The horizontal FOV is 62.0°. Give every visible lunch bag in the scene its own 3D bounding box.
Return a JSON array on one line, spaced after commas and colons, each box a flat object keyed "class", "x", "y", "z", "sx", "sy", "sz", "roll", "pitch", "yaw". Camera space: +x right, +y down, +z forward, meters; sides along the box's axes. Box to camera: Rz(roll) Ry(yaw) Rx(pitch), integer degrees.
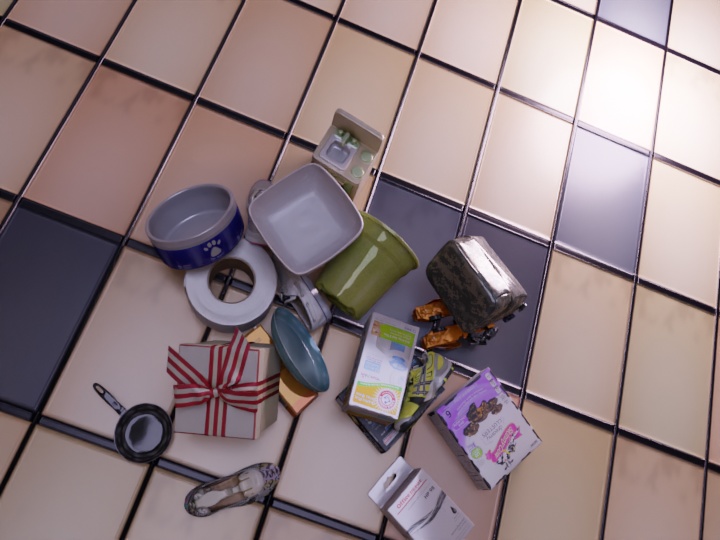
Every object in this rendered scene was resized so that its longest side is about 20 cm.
[{"class": "lunch bag", "x": 0.270, "y": 0.025, "z": 1.352, "sx": 0.166, "sy": 0.140, "sz": 0.202, "roll": -16, "pitch": 63, "yaw": -40}]

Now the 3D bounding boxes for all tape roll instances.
[{"class": "tape roll", "x": -0.284, "y": 0.031, "z": 1.321, "sx": 0.198, "sy": 0.071, "sz": 0.207, "roll": 4, "pitch": 71, "yaw": -11}]

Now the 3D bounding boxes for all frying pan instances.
[{"class": "frying pan", "x": -0.469, "y": 0.313, "z": 1.203, "sx": 0.187, "sy": 0.031, "sz": 0.117, "roll": 20, "pitch": 68, "yaw": -1}]

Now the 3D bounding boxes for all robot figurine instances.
[{"class": "robot figurine", "x": 0.227, "y": 0.116, "z": 1.411, "sx": 0.196, "sy": 0.058, "sz": 0.148, "roll": -11, "pitch": 74, "yaw": -15}]

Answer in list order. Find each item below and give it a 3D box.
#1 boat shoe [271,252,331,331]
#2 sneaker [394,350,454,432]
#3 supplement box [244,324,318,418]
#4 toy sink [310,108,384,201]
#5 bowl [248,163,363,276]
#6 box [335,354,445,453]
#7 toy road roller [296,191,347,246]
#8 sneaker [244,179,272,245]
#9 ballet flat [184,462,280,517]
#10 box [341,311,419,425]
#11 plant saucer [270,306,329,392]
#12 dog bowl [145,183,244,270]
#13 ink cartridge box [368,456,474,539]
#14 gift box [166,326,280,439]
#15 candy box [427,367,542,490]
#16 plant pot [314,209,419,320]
[{"class": "boat shoe", "x": -0.148, "y": 0.047, "z": 1.346, "sx": 0.069, "sy": 0.071, "sz": 0.202, "roll": -34, "pitch": 87, "yaw": -30}, {"class": "sneaker", "x": 0.123, "y": 0.259, "z": 1.287, "sx": 0.076, "sy": 0.076, "sz": 0.200, "roll": 36, "pitch": 56, "yaw": 8}, {"class": "supplement box", "x": -0.180, "y": 0.215, "z": 1.283, "sx": 0.066, "sy": 0.069, "sz": 0.201, "roll": -38, "pitch": 84, "yaw": -22}, {"class": "toy sink", "x": -0.041, "y": -0.254, "z": 1.403, "sx": 0.129, "sy": 0.200, "sz": 0.113, "roll": 30, "pitch": 67, "yaw": -1}, {"class": "bowl", "x": -0.113, "y": -0.099, "z": 1.262, "sx": 0.198, "sy": 0.075, "sz": 0.201, "roll": -36, "pitch": 78, "yaw": -14}, {"class": "box", "x": 0.067, "y": 0.273, "z": 1.328, "sx": 0.199, "sy": 0.046, "sz": 0.159, "roll": -41, "pitch": 84, "yaw": -22}, {"class": "toy road roller", "x": -0.098, "y": -0.115, "z": 1.386, "sx": 0.143, "sy": 0.123, "sz": 0.204, "roll": -1, "pitch": 71, "yaw": -19}, {"class": "sneaker", "x": -0.216, "y": -0.151, "z": 1.365, "sx": 0.080, "sy": 0.089, "sz": 0.202, "roll": 8, "pitch": 42, "yaw": -17}, {"class": "ballet flat", "x": -0.251, "y": 0.437, "z": 1.189, "sx": 0.197, "sy": 0.072, "sz": 0.073, "roll": -16, "pitch": 75, "yaw": -17}, {"class": "box", "x": 0.042, "y": 0.210, "z": 1.264, "sx": 0.110, "sy": 0.102, "sz": 0.203, "roll": 18, "pitch": 67, "yaw": -3}, {"class": "plant saucer", "x": -0.130, "y": 0.170, "z": 1.255, "sx": 0.027, "sy": 0.200, "sz": 0.202, "roll": -33, "pitch": 80, "yaw": 9}, {"class": "dog bowl", "x": -0.354, "y": -0.097, "z": 1.291, "sx": 0.196, "sy": 0.080, "sz": 0.202, "roll": -10, "pitch": 41, "yaw": 8}, {"class": "ink cartridge box", "x": 0.124, "y": 0.500, "z": 1.251, "sx": 0.200, "sy": 0.067, "sz": 0.116, "roll": 45, "pitch": 69, "yaw": 5}, {"class": "gift box", "x": -0.261, "y": 0.210, "z": 1.161, "sx": 0.180, "sy": 0.187, "sz": 0.205, "roll": -2, "pitch": 88, "yaw": 7}, {"class": "candy box", "x": 0.276, "y": 0.351, "z": 1.333, "sx": 0.166, "sy": 0.072, "sz": 0.201, "roll": -33, "pitch": 80, "yaw": -21}, {"class": "plant pot", "x": 0.000, "y": 0.000, "z": 1.344, "sx": 0.199, "sy": 0.201, "sz": 0.185, "roll": 38, "pitch": 78, "yaw": 3}]
